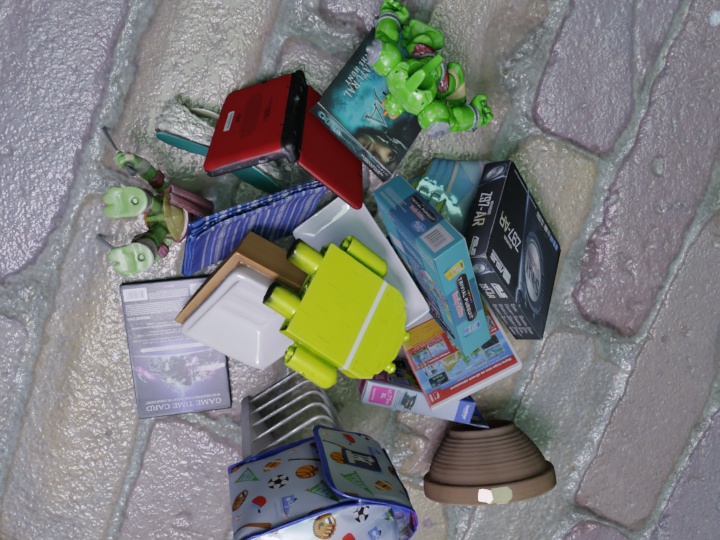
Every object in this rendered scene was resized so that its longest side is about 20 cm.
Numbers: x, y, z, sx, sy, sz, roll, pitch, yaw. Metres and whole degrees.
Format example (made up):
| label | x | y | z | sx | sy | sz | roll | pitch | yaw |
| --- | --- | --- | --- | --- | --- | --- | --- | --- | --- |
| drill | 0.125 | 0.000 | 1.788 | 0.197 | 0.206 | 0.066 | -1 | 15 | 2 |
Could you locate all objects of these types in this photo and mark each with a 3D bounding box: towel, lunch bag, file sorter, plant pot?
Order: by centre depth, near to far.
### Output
| label | x | y | z | sx | sy | sz | roll | pitch | yaw |
| --- | --- | --- | --- | --- | --- | --- | --- | --- | --- |
| lunch bag | -0.047 | 0.270 | 0.757 | 0.195 | 0.170 | 0.127 | -16 | 107 | -9 |
| towel | -0.139 | -0.053 | 0.862 | 0.197 | 0.145 | 0.024 | -23 | 76 | -26 |
| file sorter | -0.083 | 0.246 | 0.933 | 0.123 | 0.200 | 0.141 | -30 | 104 | -5 |
| plant pot | 0.188 | 0.279 | 0.988 | 0.195 | 0.201 | 0.095 | -6 | 83 | -7 |

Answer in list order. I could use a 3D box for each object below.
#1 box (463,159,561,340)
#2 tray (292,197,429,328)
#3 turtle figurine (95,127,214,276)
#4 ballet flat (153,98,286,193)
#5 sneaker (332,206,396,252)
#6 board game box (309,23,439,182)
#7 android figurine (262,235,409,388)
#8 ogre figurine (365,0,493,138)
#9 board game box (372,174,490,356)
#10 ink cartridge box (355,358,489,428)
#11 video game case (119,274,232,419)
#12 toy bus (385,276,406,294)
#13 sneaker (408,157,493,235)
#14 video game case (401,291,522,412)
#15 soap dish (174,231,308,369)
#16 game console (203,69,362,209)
| label | x | y | z | sx | sy | sz | roll | pitch | yaw |
| --- | --- | --- | --- | --- | --- | --- | --- | --- | --- |
| box | 0.212 | -0.024 | 0.914 | 0.200 | 0.043 | 0.163 | 48 | 52 | -38 |
| tray | 0.000 | 0.000 | 0.897 | 0.106 | 0.022 | 0.202 | -33 | 78 | 3 |
| turtle figurine | -0.296 | -0.068 | 0.840 | 0.197 | 0.194 | 0.146 | 30 | 99 | -10 |
| ballet flat | -0.182 | -0.175 | 0.899 | 0.196 | 0.072 | 0.073 | 25 | 98 | -12 |
| sneaker | -0.026 | -0.030 | 0.953 | 0.196 | 0.075 | 0.083 | -26 | 91 | -4 |
| board game box | 0.035 | -0.236 | 0.880 | 0.135 | 0.028 | 0.202 | 40 | 61 | -16 |
| android figurine | -0.021 | 0.053 | 0.817 | 0.198 | 0.041 | 0.185 | 33 | 70 | -21 |
| ogre figurine | 0.078 | -0.248 | 0.837 | 0.120 | 0.097 | 0.203 | -46 | 115 | -43 |
| board game box | 0.096 | -0.005 | 0.859 | 0.046 | 0.152 | 0.202 | -32 | 137 | -6 |
| ink cartridge box | 0.090 | 0.174 | 0.979 | 0.195 | 0.120 | 0.043 | 16 | 102 | -11 |
| video game case | -0.269 | 0.113 | 0.969 | 0.139 | 0.019 | 0.206 | -5 | 103 | -7 |
| toy bus | -0.020 | 0.069 | 0.947 | 0.197 | 0.066 | 0.078 | -31 | 147 | 4 |
| sneaker | 0.120 | -0.067 | 0.943 | 0.127 | 0.080 | 0.206 | 9 | 76 | -6 |
| video game case | 0.123 | 0.082 | 0.948 | 0.140 | 0.203 | 0.018 | -25 | 149 | -1 |
| soap dish | -0.140 | 0.044 | 0.887 | 0.155 | 0.083 | 0.199 | 28 | 138 | -23 |
| game console | -0.093 | -0.159 | 0.856 | 0.168 | 0.203 | 0.120 | -14 | 129 | 10 |
